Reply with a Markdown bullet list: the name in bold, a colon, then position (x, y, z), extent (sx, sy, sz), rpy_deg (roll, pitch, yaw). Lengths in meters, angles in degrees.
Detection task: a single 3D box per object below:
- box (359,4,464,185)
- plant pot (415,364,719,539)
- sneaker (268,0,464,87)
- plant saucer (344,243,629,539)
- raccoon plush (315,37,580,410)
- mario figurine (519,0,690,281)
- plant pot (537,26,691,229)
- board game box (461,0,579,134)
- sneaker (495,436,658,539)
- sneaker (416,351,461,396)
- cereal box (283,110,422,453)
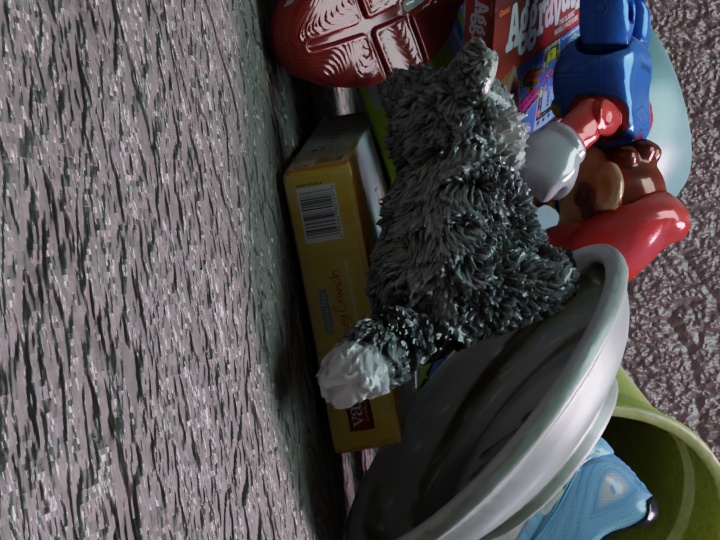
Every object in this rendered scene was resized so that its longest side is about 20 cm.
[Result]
- **box**: position (0.047, -0.084, 1.515), extent (0.200, 0.047, 0.122), rpy_deg (-67, 139, -70)
- **plant pot**: position (0.106, 0.114, 1.662), extent (0.184, 0.199, 0.201), rpy_deg (-110, -174, -56)
- **sneaker**: position (-0.007, -0.148, 1.418), extent (0.200, 0.115, 0.079), rpy_deg (-35, 115, -44)
- **plant saucer**: position (0.074, 0.077, 1.336), extent (0.050, 0.200, 0.200), rpy_deg (40, 18, -11)
- **raccoon plush**: position (0.033, -0.030, 1.275), extent (0.200, 0.096, 0.135), rpy_deg (-34, 107, -67)
- **mario figurine**: position (0.111, -0.084, 1.426), extent (0.106, 0.123, 0.201), rpy_deg (-5, -98, 55)
- **plant pot**: position (0.120, -0.090, 1.772), extent (0.201, 0.160, 0.202), rpy_deg (162, -90, -79)
- **board game box**: position (0.096, -0.121, 1.467), extent (0.200, 0.019, 0.103), rpy_deg (-38, 134, -61)
- **sneaker**: position (0.082, 0.178, 1.400), extent (0.200, 0.090, 0.078), rpy_deg (-57, 177, 7)
- **sneaker**: position (0.058, 0.072, 1.478), extent (0.200, 0.071, 0.083), rpy_deg (-64, -170, 3)
- **cereal box**: position (0.000, 0.000, 1.409), extent (0.200, 0.039, 0.145), rpy_deg (-65, 144, -77)
